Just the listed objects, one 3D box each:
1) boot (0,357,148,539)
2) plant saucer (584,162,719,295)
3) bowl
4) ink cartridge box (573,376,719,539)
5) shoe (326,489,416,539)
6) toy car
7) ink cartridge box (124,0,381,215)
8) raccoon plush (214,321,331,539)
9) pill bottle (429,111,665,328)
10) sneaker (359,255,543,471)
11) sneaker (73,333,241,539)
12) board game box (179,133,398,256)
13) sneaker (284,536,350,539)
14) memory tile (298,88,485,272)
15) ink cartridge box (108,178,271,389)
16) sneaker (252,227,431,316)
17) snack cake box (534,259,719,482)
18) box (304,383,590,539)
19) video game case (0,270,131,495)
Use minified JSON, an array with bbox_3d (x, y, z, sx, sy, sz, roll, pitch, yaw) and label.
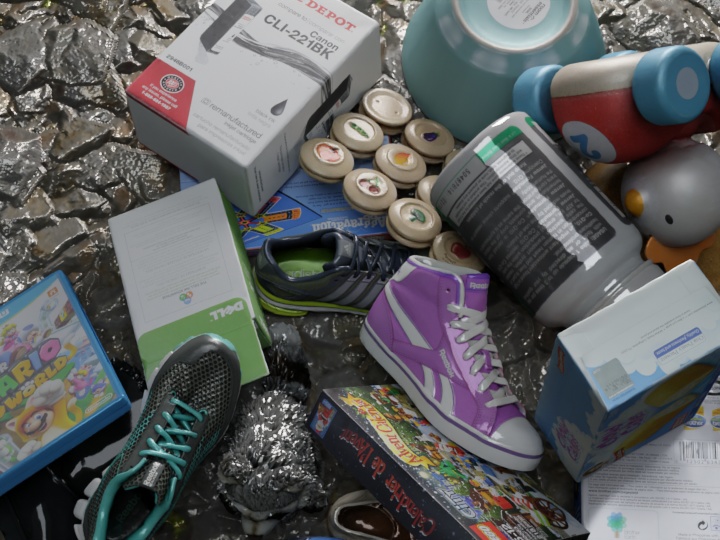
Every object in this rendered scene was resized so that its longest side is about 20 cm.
[{"bbox_3d":[-0.222,0.181,1.124,0.162,0.073,0.199,-28,72,-17],"label":"boot"},{"bbox_3d":[0.281,-0.034,1.227,0.199,0.035,0.201,0,67,0],"label":"plant saucer"},{"bbox_3d":[0.138,-0.225,1.270,0.199,0.105,0.202,0,68,1],"label":"bowl"},{"bbox_3d":[0.245,0.157,1.125,0.135,0.076,0.201,2,69,2],"label":"ink cartridge box"},{"bbox_3d":[0.069,0.219,1.112,0.199,0.053,0.070,8,68,3],"label":"shoe"},{"bbox_3d":[0.252,-0.088,1.155,0.176,0.184,0.201,-14,99,-31],"label":"toy car"},{"bbox_3d":[-0.094,-0.173,1.246,0.144,0.084,0.200,32,65,18],"label":"ink cartridge box"},{"bbox_3d":[-0.082,0.122,1.108,0.096,0.134,0.201,-10,68,-4],"label":"raccoon plush"},{"bbox_3d":[0.161,-0.026,1.133,0.113,0.113,0.200,-38,77,-14],"label":"pill bottle"},{"bbox_3d":[0.089,0.066,1.109,0.200,0.072,0.115,43,114,26],"label":"sneaker"},{"bbox_3d":[-0.150,0.144,1.037,0.077,0.091,0.201,28,92,-12],"label":"sneaker"},{"bbox_3d":[-0.065,-0.067,1.250,0.199,0.019,0.104,-6,66,-2],"label":"board game box"},{"bbox_3d":[0.007,0.268,1.071,0.199,0.078,0.066,18,109,7],"label":"sneaker"},{"bbox_3d":[0.055,-0.082,1.224,0.200,0.017,0.153,37,46,13],"label":"memory tile"},{"bbox_3d":[-0.140,0.031,1.155,0.103,0.059,0.201,-20,60,2],"label":"ink cartridge box"},{"bbox_3d":[0.000,0.000,1.189,0.199,0.081,0.074,-4,68,-2],"label":"sneaker"},{"bbox_3d":[0.201,0.081,1.010,0.115,0.200,0.067,-29,69,-9],"label":"snack cake box"},{"bbox_3d":[0.068,0.164,1.068,0.200,0.136,0.038,41,113,33],"label":"box"},{"bbox_3d":[-0.281,0.092,1.125,0.143,0.018,0.200,-34,40,-5],"label":"video game case"}]
